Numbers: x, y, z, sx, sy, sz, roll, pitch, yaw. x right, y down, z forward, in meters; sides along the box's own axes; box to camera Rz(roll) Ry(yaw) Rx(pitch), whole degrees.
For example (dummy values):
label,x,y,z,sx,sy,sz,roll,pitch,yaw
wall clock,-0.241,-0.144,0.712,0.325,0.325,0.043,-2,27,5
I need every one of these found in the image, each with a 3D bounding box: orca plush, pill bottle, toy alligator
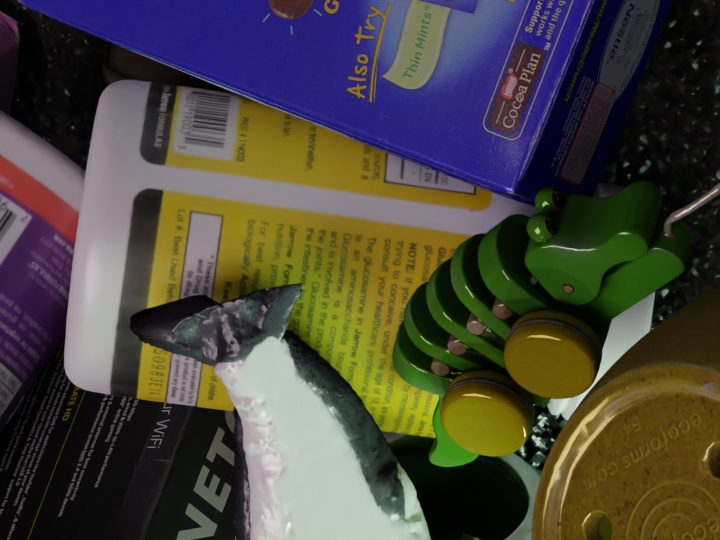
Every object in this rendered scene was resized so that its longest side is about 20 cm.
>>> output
label,x,y,z,sx,sy,sz,roll,pitch,yaw
orca plush,-0.026,0.090,1.029,0.200,0.105,0.071,57,174,-24
pill bottle,-0.184,0.035,1.120,0.111,0.200,0.111,31,168,7
toy alligator,0.061,0.000,0.938,0.054,0.059,0.200,32,136,-11
pill bottle,0.000,0.000,1.056,0.200,0.112,0.113,8,125,-3

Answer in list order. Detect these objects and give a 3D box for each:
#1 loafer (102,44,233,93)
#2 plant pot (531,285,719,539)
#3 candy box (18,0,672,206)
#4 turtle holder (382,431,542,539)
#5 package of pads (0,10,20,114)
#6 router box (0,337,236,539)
label,x,y,z,sx,sy,sz,roll,pitch,yaw
loafer,-0.010,-0.099,1.091,0.200,0.073,0.071,-5,98,32
plant pot,0.133,0.082,0.894,0.200,0.142,0.200,-5,82,43
candy box,0.009,-0.130,0.994,0.200,0.077,0.169,23,92,24
turtle holder,0.040,0.139,1.111,0.186,0.141,0.132,-125,23,-43
package of pads,-0.211,-0.021,1.245,0.076,0.120,0.200,33,130,25
router box,-0.098,0.058,1.153,0.149,0.200,0.051,-7,142,41
